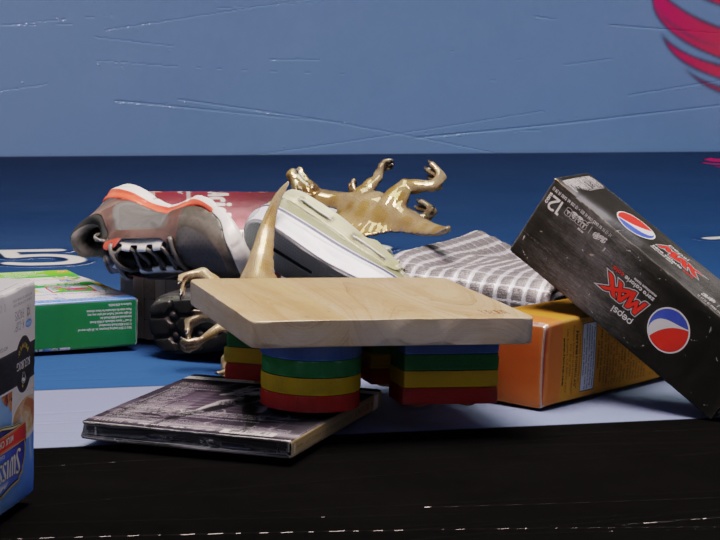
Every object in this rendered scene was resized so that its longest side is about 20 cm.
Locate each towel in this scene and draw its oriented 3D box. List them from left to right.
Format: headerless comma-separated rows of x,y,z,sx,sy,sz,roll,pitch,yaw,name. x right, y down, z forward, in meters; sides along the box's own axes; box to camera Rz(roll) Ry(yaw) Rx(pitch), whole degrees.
0.123,0.022,1.883,0.165,0.086,0.200,6,9,27,towel

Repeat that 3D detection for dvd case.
-0.084,0.099,1.540,0.148,0.016,0.200,4,8,17,dvd case

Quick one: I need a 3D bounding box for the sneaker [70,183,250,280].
-0.167,-0.014,1.843,0.082,0.077,0.199,-36,28,-30,sneaker

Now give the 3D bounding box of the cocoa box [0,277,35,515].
-0.296,0.074,1.266,0.198,0.132,0.133,2,8,10,cocoa box

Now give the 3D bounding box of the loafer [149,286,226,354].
-0.072,0.038,1.796,0.199,0.069,0.070,2,13,23,loafer

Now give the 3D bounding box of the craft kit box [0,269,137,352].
-0.311,0.035,1.884,0.199,0.049,0.197,-3,11,-24,craft kit box

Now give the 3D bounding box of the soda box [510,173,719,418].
0.210,0.016,1.641,0.200,0.071,0.063,41,26,20,soda box

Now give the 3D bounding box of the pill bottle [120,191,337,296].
-0.114,-0.013,1.999,0.198,0.115,0.114,0,8,-6,pill bottle

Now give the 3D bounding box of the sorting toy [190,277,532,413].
-0.005,0.053,1.581,0.197,0.070,0.200,0,8,-16,sorting toy

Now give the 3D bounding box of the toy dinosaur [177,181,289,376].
-0.089,0.027,1.735,0.100,0.058,0.201,-5,50,0,toy dinosaur

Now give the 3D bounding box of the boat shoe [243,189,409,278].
0.000,0.000,1.795,0.199,0.072,0.062,36,55,10,boat shoe

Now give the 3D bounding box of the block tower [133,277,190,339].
-0.098,0.034,1.873,0.198,0.058,0.054,2,7,16,block tower

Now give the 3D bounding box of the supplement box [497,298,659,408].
0.170,0.057,1.707,0.066,0.069,0.199,9,12,39,supplement box

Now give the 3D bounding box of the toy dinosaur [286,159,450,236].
0.028,-0.050,1.932,0.199,0.059,0.101,18,36,40,toy dinosaur
